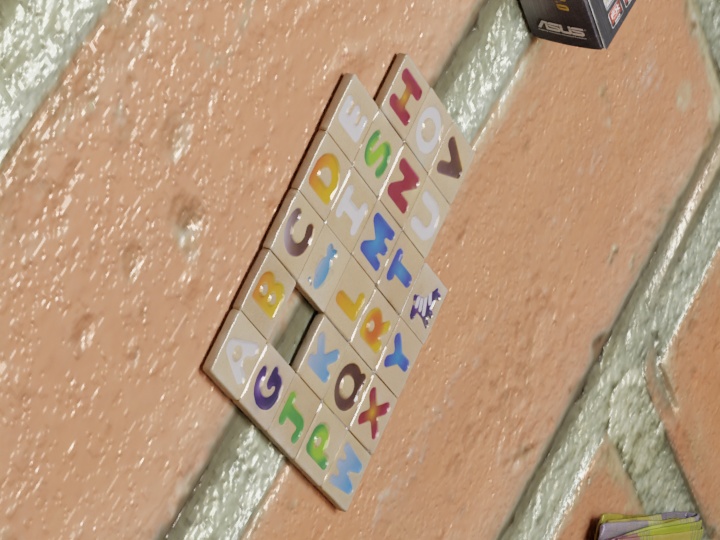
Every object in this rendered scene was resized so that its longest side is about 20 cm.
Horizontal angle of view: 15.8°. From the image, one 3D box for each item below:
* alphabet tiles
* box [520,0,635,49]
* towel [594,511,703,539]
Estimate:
[{"bbox_3d":[0.000,0.000,1.303,0.200,0.008,0.167,-64,147,-18],"label":"alphabet tiles"},{"bbox_3d":[0.135,-0.244,1.385,0.200,0.048,0.159,-58,145,-28],"label":"box"},{"bbox_3d":[0.166,0.249,1.654,0.143,0.023,0.201,1,101,-59],"label":"towel"}]
